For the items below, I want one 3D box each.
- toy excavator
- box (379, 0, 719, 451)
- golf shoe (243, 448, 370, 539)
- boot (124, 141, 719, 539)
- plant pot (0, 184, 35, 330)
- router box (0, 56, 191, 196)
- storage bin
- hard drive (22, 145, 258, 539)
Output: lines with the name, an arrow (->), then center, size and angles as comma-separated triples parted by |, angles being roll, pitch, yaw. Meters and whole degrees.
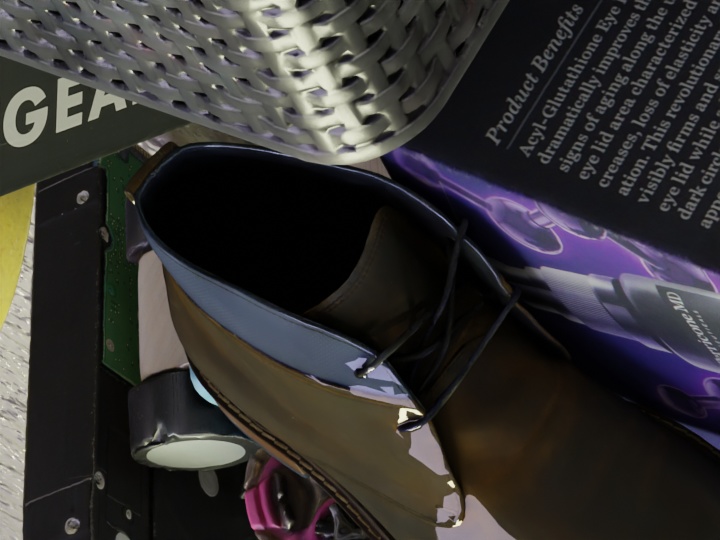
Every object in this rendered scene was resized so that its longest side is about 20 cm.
toy excavator -> 0.000, 0.000, 0.954 | 0.199, 0.100, 0.194 | -17, 154, 32
box -> 0.123, -0.005, 0.707 | 0.199, 0.105, 0.148 | 22, 160, 31
golf shoe -> 0.064, 0.054, 0.932 | 0.199, 0.073, 0.092 | -13, 169, 14
boot -> 0.022, 0.035, 0.695 | 0.199, 0.075, 0.097 | 27, 164, 28
plant pot -> -0.214, -0.027, 1.148 | 0.141, 0.201, 0.200 | 11, 169, -19
router box -> -0.150, -0.068, 0.824 | 0.149, 0.200, 0.051 | 22, 120, 31
storage bin -> -0.053, -0.124, 0.644 | 0.199, 0.136, 0.094 | 20, 158, 30
hard drive -> -0.071, 0.057, 1.052 | 0.038, 0.201, 0.140 | -21, 143, 27
